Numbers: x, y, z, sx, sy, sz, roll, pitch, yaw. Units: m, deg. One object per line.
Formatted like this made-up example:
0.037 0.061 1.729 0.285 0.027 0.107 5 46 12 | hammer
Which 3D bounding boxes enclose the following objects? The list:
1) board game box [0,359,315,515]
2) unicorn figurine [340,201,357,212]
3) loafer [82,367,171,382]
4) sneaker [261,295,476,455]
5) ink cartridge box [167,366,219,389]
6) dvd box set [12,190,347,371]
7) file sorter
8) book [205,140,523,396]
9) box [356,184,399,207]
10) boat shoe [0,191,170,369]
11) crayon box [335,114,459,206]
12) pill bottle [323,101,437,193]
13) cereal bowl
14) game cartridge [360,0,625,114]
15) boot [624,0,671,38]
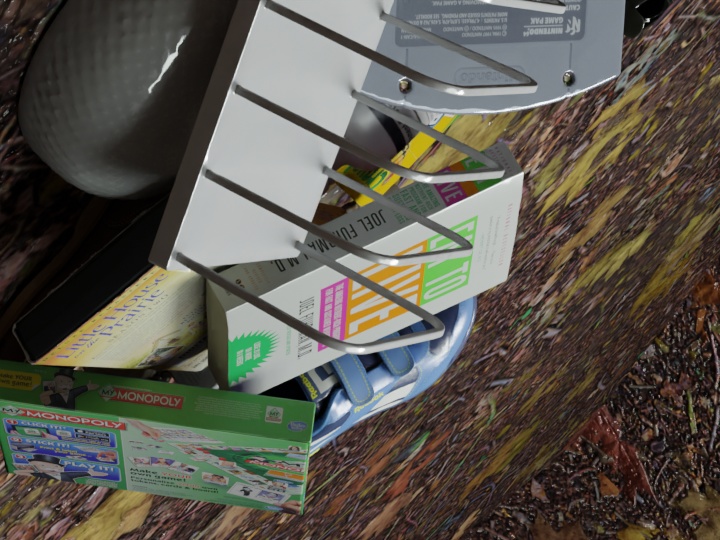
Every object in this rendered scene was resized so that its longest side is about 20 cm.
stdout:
-0.130 0.108 1.293 0.135 0.198 0.029 99 -1 -63 | board game box
-0.061 -0.016 1.457 0.137 0.074 0.200 -15 155 -43 | unicorn figurine
-0.130 0.006 1.348 0.201 0.068 0.076 -58 172 15 | loafer
-0.006 0.064 1.357 0.200 0.074 0.082 -38 165 0 | sneaker
-0.013 0.007 1.392 0.200 0.041 0.199 -42 167 23 | ink cartridge box
-0.097 0.007 1.205 0.146 0.030 0.200 -39 162 17 | dvd box set
0.005 -0.075 1.058 0.138 0.124 0.201 -8 122 -62 | file sorter
0.000 0.000 1.239 0.199 0.048 0.134 -26 158 -14 | book
-0.015 0.005 1.653 0.200 0.082 0.069 -32 159 -49 | box
-0.165 0.018 1.278 0.200 0.070 0.070 -51 162 25 | boat shoe
0.030 -0.135 1.432 0.173 0.058 0.200 -47 167 2 | crayon box
0.007 -0.134 1.266 0.200 0.111 0.111 -44 166 -5 | pill bottle
-0.087 -0.112 1.116 0.200 0.083 0.200 -43 166 -13 | cereal bowl
0.069 -0.159 1.196 0.199 0.040 0.135 -5 101 -30 | game cartridge
0.190 -0.236 1.452 0.200 0.138 0.078 -34 162 -42 | boot
